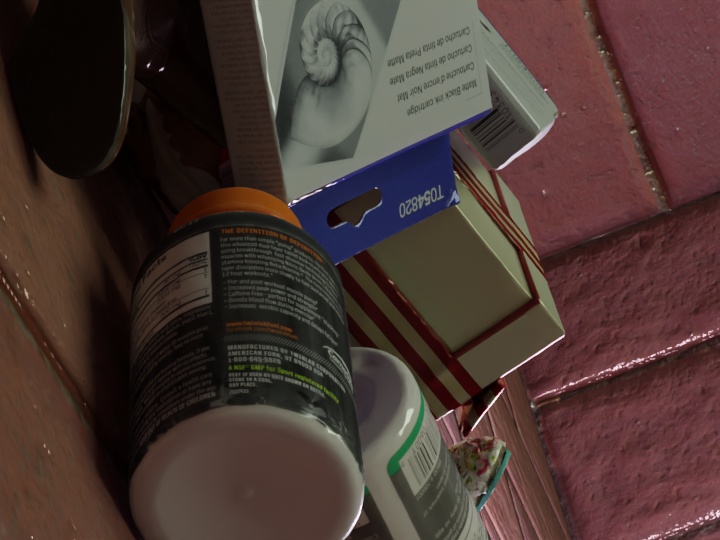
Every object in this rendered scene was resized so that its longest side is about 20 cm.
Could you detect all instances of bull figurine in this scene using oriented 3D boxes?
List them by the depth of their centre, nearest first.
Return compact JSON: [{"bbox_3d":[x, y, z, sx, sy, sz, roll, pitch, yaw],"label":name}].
[{"bbox_3d":[-0.111,-0.100,1.355,0.122,0.065,0.201,57,14,-56],"label":"bull figurine"}]

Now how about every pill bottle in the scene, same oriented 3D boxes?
[{"bbox_3d":[-0.056,0.043,1.128,0.200,0.106,0.107,-96,164,-54],"label":"pill bottle"},{"bbox_3d":[0.012,0.151,1.377,0.113,0.113,0.201,-102,170,-55],"label":"pill bottle"}]

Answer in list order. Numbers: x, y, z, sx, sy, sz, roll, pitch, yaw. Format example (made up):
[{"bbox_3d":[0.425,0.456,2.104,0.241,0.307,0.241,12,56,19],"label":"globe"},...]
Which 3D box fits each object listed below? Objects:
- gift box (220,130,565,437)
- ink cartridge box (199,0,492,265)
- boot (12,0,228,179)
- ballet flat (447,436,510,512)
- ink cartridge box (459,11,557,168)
[{"bbox_3d":[0.000,0.000,1.495,0.187,0.199,0.185,48,20,-28],"label":"gift box"},{"bbox_3d":[-0.001,-0.103,1.270,0.199,0.040,0.201,-28,115,-49],"label":"ink cartridge box"},{"bbox_3d":[-0.097,-0.092,1.223,0.200,0.064,0.187,41,36,-54],"label":"boot"},{"bbox_3d":[0.036,0.159,1.509,0.076,0.064,0.200,-62,177,-38],"label":"ballet flat"},{"bbox_3d":[0.044,-0.155,1.494,0.200,0.041,0.200,51,11,1],"label":"ink cartridge box"}]
